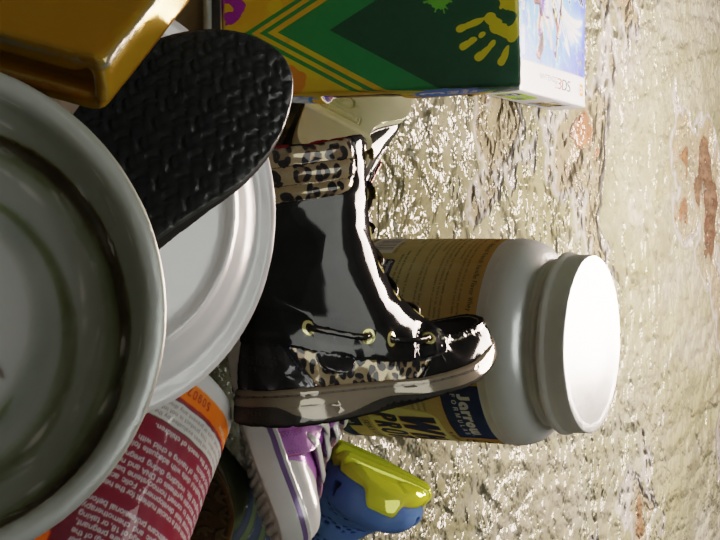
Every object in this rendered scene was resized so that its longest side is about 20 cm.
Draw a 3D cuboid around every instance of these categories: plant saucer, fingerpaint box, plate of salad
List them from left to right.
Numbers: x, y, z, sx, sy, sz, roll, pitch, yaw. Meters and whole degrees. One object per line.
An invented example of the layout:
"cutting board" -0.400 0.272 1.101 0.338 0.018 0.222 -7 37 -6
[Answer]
"plant saucer" -0.178 0.018 0.633 0.050 0.199 0.201 146 -49 -75
"plate of salad" -0.130 -0.030 0.744 0.199 0.048 0.201 2 87 -33
"fingerpaint box" 0.008 -0.139 0.977 0.200 0.166 0.074 -81 169 -85

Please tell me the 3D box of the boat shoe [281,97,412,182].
"boat shoe" -0.016 -0.094 1.126 0.063 0.073 0.202 -59 -177 32

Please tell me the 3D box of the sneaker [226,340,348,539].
"sneaker" -0.021 0.072 0.965 0.073 0.114 0.201 87 -7 -47

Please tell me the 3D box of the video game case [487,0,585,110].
"video game case" 0.160 -0.255 1.483 0.181 0.045 0.201 -2 92 -64

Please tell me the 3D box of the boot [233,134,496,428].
"boot" 0.000 0.000 0.903 0.199 0.073 0.151 -11 95 -45

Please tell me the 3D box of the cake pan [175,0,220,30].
"cake pan" -0.094 -0.084 0.904 0.200 0.037 0.201 177 -90 -88

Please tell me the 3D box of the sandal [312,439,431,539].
"sandal" -0.014 0.156 1.041 0.087 0.079 0.200 -63 -171 -11

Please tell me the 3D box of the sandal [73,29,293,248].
"sandal" -0.110 -0.028 0.701 0.201 0.075 0.048 -47 -178 -11

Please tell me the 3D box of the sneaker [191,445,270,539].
"sneaker" -0.087 0.153 0.993 0.090 0.067 0.201 -72 147 -61

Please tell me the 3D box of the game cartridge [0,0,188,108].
"game cartridge" -0.147 -0.160 0.736 0.200 0.175 0.033 -59 160 -44

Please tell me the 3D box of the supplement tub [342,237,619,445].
"supplement tub" 0.071 0.049 1.140 0.144 0.199 0.145 -2 92 -63

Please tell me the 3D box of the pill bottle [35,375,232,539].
"pill bottle" -0.147 0.139 0.808 0.114 0.114 0.201 59 40 -46
